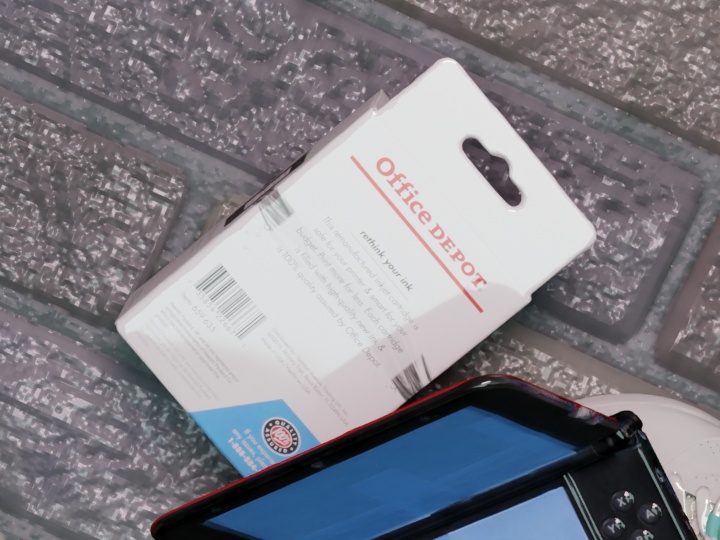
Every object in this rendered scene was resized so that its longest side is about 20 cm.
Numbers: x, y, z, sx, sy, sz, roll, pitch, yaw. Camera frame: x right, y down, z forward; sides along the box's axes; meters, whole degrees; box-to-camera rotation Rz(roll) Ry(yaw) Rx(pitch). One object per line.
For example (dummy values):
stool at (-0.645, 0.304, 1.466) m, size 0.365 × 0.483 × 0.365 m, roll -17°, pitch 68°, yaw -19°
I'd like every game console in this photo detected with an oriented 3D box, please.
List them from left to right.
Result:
game console at (0.038, 0.141, 1.307) m, size 0.200 × 0.119 × 0.172 m, roll -25°, pitch 93°, yaw 28°

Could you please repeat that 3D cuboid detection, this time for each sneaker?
sneaker at (0.169, 0.114, 1.342) m, size 0.200 × 0.088 × 0.075 m, roll 16°, pitch 102°, yaw 0°

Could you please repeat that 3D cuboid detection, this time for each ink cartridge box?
ink cartridge box at (0.000, 0.000, 1.338) m, size 0.200 × 0.067 × 0.116 m, roll -39°, pitch 97°, yaw 9°
